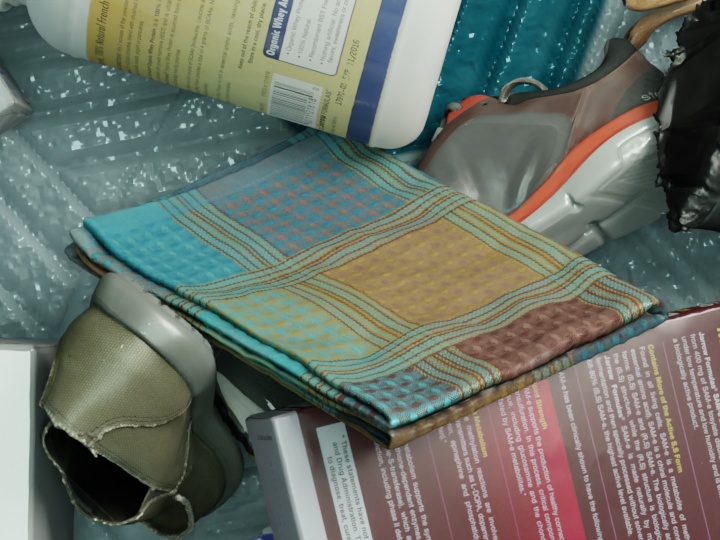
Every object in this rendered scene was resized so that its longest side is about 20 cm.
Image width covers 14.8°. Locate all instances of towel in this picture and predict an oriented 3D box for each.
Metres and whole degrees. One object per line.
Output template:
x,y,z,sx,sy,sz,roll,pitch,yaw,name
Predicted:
0.000,0.000,1.082,0.147,0.200,0.022,-24,126,-34,towel

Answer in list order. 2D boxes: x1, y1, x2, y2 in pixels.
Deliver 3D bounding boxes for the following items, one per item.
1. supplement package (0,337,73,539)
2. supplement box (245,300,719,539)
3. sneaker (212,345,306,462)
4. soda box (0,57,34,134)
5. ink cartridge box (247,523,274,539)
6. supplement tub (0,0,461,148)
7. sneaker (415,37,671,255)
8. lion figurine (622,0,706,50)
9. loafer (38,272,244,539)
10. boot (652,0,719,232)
-0.184,0.128,1.146,0.121,0.120,0.200,1,89,3,supplement package
0.066,0.084,1.077,0.200,0.061,0.109,-13,89,-12,supplement box
0.025,0.079,1.178,0.200,0.074,0.085,35,84,-8,sneaker
-0.221,-0.135,1.178,0.068,0.063,0.200,-33,89,0,soda box
0.050,0.173,1.121,0.200,0.047,0.198,-24,95,-15,ink cartridge box
-0.053,-0.142,1.137,0.200,0.144,0.144,17,89,0,supplement tub
0.051,-0.030,1.185,0.200,0.077,0.082,-29,59,4,sneaker
0.159,-0.194,1.183,0.122,0.072,0.200,-7,103,-7,lion figurine
-0.097,0.066,1.111,0.075,0.200,0.070,37,73,17,loafer
0.191,-0.014,1.137,0.162,0.073,0.198,18,83,-32,boot
